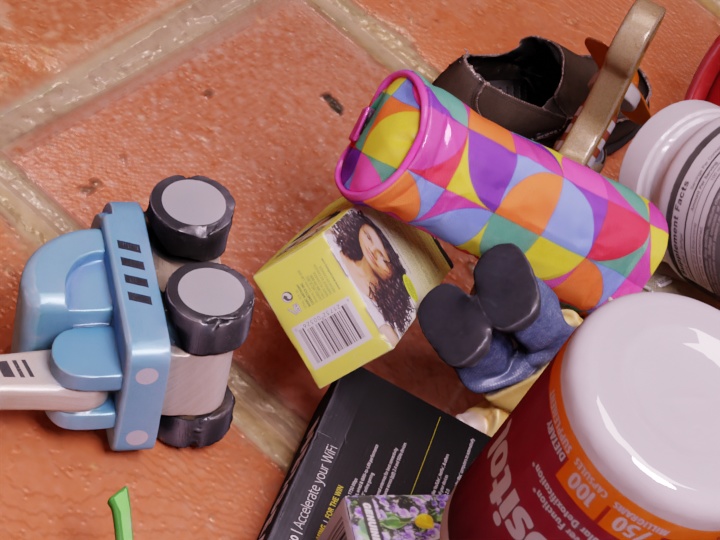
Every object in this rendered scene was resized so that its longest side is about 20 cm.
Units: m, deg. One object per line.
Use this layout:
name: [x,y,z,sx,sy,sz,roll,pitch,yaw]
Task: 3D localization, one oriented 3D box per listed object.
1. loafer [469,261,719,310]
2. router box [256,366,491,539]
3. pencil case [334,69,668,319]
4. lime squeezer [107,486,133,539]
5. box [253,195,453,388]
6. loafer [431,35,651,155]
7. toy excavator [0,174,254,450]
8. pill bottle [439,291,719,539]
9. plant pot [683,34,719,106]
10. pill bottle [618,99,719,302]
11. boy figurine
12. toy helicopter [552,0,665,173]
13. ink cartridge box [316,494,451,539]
loafer: [0.161,0.029,1.372,0.199,0.076,0.069,8,39,-26]
router box: [0.021,0.157,1.172,0.148,0.051,0.201,29,42,-3]
pencil case: [0.080,-0.039,1.251,0.199,0.088,0.089,27,36,-33]
lime squeezer: [-0.082,0.204,1.068,0.070,0.038,0.200,-31,77,-38]
box: [0.000,0.000,1.250,0.076,0.050,0.200,58,16,-6]
loafer: [0.129,-0.119,1.504,0.199,0.072,0.073,-12,56,-39]
toy excavator: [-0.157,0.049,1.158,0.198,0.100,0.195,-2,46,-15]
pill bottle: [0.104,0.108,1.001,0.112,0.200,0.114,13,50,-16]
plant pot: [0.332,-0.069,1.482,0.181,0.201,0.201,13,43,-24]
pill bottle: [0.246,-0.028,1.315,0.115,0.117,0.200,1,20,-31]
boy figurine: [0.104,0.067,1.266,0.200,0.124,0.065,48,12,-46]
toy helicopter: [0.154,-0.101,1.402,0.079,0.201,0.132,32,53,8]
ink cartridge box: [0.085,0.168,1.115,0.198,0.050,0.110,2,53,-24]
